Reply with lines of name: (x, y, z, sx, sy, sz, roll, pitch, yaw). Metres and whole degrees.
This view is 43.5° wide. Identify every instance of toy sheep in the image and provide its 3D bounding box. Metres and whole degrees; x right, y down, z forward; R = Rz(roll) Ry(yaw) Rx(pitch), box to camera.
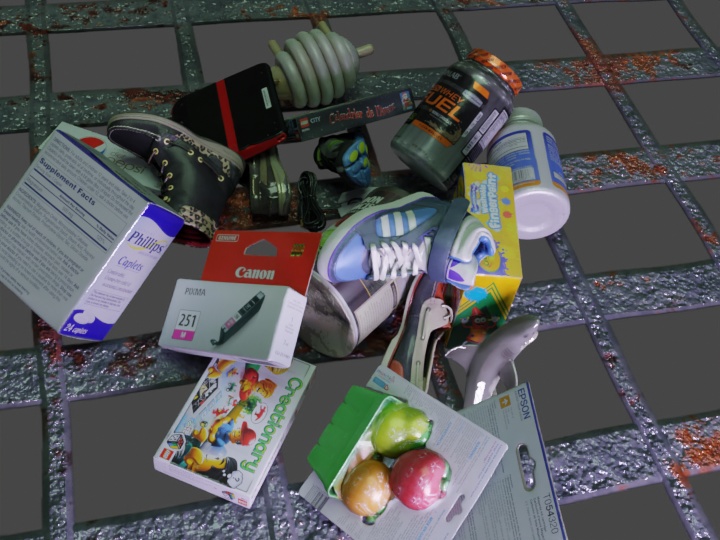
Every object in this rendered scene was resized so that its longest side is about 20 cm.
toy sheep: (-0.072, -0.337, 1.488, 0.200, 0.138, 0.138, -25, 57, -5)

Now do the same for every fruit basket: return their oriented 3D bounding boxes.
fruit basket: (0.046, 0.229, 1.027, 0.200, 0.094, 0.185, 29, 85, 32)

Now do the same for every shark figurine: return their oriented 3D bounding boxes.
shark figurine: (0.142, 0.141, 1.139, 0.089, 0.128, 0.215, 21, 93, -15)

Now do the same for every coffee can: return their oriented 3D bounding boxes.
coffee can: (0.000, 0.000, 1.209, 0.146, 0.146, 0.200, 35, 55, 20)

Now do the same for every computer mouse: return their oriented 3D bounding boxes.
computer mouse: (0.005, -0.101, 1.359, 0.200, 0.044, 0.110, 2, 50, -6)

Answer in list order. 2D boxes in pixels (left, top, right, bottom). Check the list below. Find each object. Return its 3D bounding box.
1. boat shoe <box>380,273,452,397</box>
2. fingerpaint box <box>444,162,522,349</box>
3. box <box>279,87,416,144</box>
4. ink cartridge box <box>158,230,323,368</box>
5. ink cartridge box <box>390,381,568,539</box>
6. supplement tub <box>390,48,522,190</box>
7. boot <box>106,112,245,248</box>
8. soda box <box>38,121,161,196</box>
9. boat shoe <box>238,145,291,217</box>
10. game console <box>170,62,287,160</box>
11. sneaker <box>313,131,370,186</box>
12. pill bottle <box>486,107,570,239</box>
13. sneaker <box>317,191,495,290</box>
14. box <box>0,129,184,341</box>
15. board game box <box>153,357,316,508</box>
boat shoe: (0.087, 0.072, 1.174, 0.063, 0.071, 0.200, 16, 76, 27)
fingerpaint box: (0.162, -0.018, 1.233, 0.073, 0.167, 0.200, 5, 50, -4)
box: (-0.032, -0.242, 1.421, 0.200, 0.038, 0.137, -19, 13, -21)
ink cartridge box: (-0.151, 0.025, 1.130, 0.200, 0.044, 0.174, 3, 73, 38)
ink cartridge box: (0.131, 0.250, 1.012, 0.200, 0.043, 0.197, -27, 48, 25)
supplement tub: (0.149, -0.232, 1.384, 0.122, 0.123, 0.200, 38, 89, 21)
boot: (-0.269, -0.125, 1.249, 0.200, 0.073, 0.151, 22, 57, -18)
soda box: (-0.367, -0.149, 1.334, 0.200, 0.064, 0.068, 20, 52, 7)
boat shoe: (-0.161, -0.164, 1.368, 0.073, 0.075, 0.200, -11, 52, -16)
game console: (-0.206, -0.229, 1.393, 0.177, 0.031, 0.200, -21, 47, 4)
sneaker: (-0.029, -0.166, 1.359, 0.083, 0.071, 0.200, -9, 18, -1)
pill bottle: (0.254, -0.156, 1.395, 0.112, 0.112, 0.200, 3, 50, -5)
sneaker: (0.066, -0.018, 1.075, 0.200, 0.081, 0.146, -28, 45, -30)
box: (-0.362, -0.044, 1.163, 0.184, 0.105, 0.200, 36, 92, 20)
board game box: (-0.151, 0.179, 1.113, 0.126, 0.035, 0.200, 20, 51, 8)
